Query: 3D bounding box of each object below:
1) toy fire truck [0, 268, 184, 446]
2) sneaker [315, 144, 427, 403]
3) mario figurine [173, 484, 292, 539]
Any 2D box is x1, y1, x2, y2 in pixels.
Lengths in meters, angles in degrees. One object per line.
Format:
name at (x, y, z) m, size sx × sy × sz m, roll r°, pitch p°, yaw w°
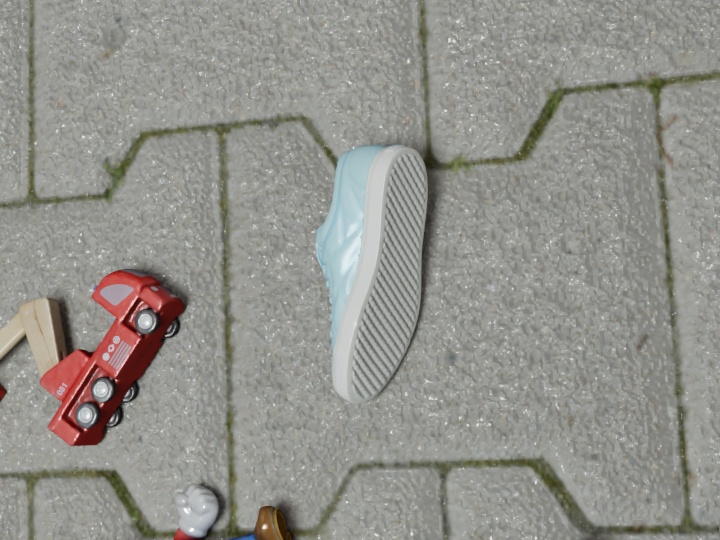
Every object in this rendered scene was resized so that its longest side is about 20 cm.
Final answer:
toy fire truck at (-0.254, 0.072, 0.916) m, size 0.140 × 0.049 × 0.201 m, roll 34°, pitch 92°, yaw 15°
sneaker at (0.000, 0.000, 0.862) m, size 0.081 × 0.073 × 0.203 m, roll 13°, pitch 92°, yaw 45°
mario figurine at (-0.156, 0.235, 0.839) m, size 0.198 × 0.123 × 0.107 m, roll -17°, pitch 89°, yaw 9°
